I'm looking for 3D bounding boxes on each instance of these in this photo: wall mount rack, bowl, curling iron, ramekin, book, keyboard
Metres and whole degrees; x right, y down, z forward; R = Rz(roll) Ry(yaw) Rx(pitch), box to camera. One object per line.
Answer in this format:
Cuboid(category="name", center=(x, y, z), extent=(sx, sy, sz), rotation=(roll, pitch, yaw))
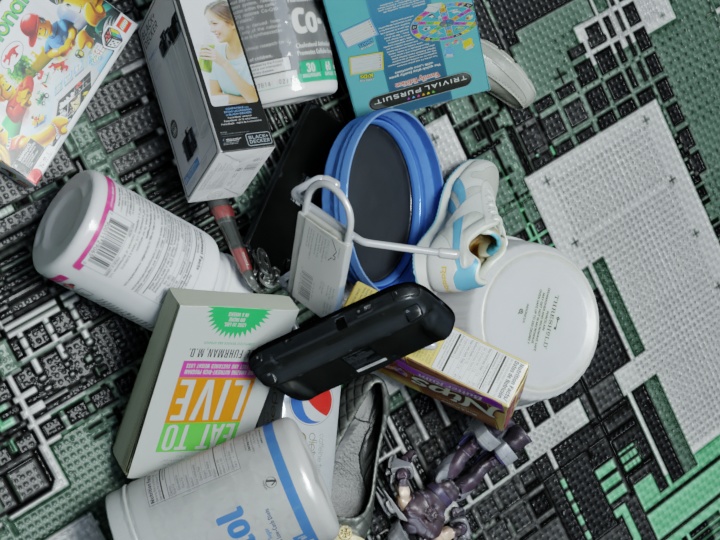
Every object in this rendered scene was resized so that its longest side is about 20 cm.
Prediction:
Cuboid(category="wall mount rack", center=(0.000, 0.000, 1.568), extent=(0.074, 0.174, 0.200), rotation=(-30, 144, -40))
Cuboid(category="bowl", center=(0.024, -0.071, 1.699), extent=(0.200, 0.039, 0.201), rotation=(-1, 92, -57))
Cuboid(category="curling iron", center=(-0.135, -0.055, 1.617), extent=(0.200, 0.026, 0.050), rotation=(59, 17, 26))
Cuboid(category="ramekin", center=(0.176, 0.058, 1.787), extent=(0.202, 0.094, 0.203), rotation=(2, 86, -27))
Cuboid(category="book", center=(-0.153, 0.111, 1.583), extent=(0.133, 0.048, 0.201), rotation=(4, 120, -32))
Cuboid(category="keyboard", center=(-0.060, -0.073, 1.702), extent=(0.104, 0.040, 0.200), rotation=(36, 61, -24))

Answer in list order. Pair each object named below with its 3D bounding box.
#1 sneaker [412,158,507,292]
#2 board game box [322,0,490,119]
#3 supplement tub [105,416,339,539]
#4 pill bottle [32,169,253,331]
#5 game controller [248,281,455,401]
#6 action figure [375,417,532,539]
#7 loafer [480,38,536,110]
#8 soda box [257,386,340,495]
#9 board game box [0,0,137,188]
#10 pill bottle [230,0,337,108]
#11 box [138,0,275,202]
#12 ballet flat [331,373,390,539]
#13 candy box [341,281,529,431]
Cuboid(category="sneaker", center=(0.124, -0.047, 1.744), extent=(0.200, 0.080, 0.077), rotation=(-65, 144, -41))
Cuboid(category="board game box", center=(0.045, -0.255, 1.666), extent=(0.150, 0.047, 0.200), rotation=(-15, 139, 2))
Cuboid(category="supplement tub", center=(-0.133, 0.238, 1.557), extent=(0.199, 0.132, 0.132), rotation=(-24, 99, -1))
Cuboid(category="pill bottle", center=(-0.211, -0.006, 1.571), extent=(0.200, 0.113, 0.114), rotation=(31, 74, -31))
Cuboid(category="game controller", center=(-0.008, 0.071, 1.548), extent=(0.104, 0.200, 0.042), rotation=(31, 40, -56))
Cuboid(category="action figure", center=(0.097, 0.234, 1.749), extent=(0.200, 0.069, 0.130), rotation=(-43, 117, -6))
Cuboid(category="loafer", center=(0.107, -0.234, 1.786), extent=(0.200, 0.070, 0.070), rotation=(33, 78, -14))
Cuboid(category="soda box", center=(-0.067, 0.169, 1.671), extent=(0.068, 0.064, 0.201), rotation=(8, 84, -27))
Cuboid(category="board game box", center=(-0.323, -0.198, 1.572), extent=(0.126, 0.035, 0.200), rotation=(35, 72, -21))
Cuboid(category="pill bottle", center=(-0.095, -0.272, 1.652), extent=(0.113, 0.113, 0.201), rotation=(-13, 94, -28))
Cuboid(category="box", center=(-0.155, -0.182, 1.582), extent=(0.060, 0.117, 0.201), rotation=(-9, 72, -26))
Cuboid(category="ballet flat", center=(-0.010, 0.207, 1.697), extent=(0.066, 0.057, 0.201), rotation=(10, 80, -10))
Cuboid(category="candy box", center=(0.074, 0.091, 1.671), extent=(0.199, 0.117, 0.057), rotation=(27, 74, 9))
